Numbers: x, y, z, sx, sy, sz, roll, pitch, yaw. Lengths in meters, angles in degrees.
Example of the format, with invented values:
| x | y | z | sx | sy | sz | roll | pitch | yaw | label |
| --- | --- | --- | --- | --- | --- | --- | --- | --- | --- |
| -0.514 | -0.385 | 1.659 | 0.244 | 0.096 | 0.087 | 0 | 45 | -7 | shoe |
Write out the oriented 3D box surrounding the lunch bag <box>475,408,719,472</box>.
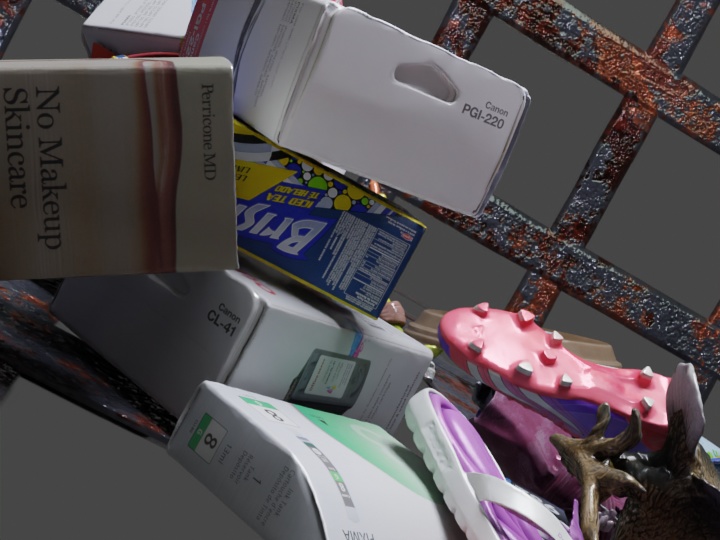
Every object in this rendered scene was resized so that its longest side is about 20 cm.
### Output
| x | y | z | sx | sy | sz | roll | pitch | yaw | label |
| --- | --- | --- | --- | --- | --- | --- | --- | --- | --- |
| 0.219 | 0.172 | 1.072 | 0.169 | 0.129 | 0.199 | 32 | 16 | 38 | lunch bag |

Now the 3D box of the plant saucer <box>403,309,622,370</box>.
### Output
| x | y | z | sx | sy | sz | roll | pitch | yaw | label |
| --- | --- | --- | --- | --- | --- | --- | --- | --- | --- |
| 0.135 | 0.063 | 1.036 | 0.198 | 0.030 | 0.200 | 10 | 0 | 0 | plant saucer |

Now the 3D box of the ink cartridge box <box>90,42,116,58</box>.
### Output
| x | y | z | sx | sy | sz | roll | pitch | yaw | label |
| --- | --- | --- | --- | --- | --- | --- | --- | --- | --- |
| -0.179 | -0.074 | 0.985 | 0.161 | 0.057 | 0.200 | 30 | -31 | 0 | ink cartridge box |

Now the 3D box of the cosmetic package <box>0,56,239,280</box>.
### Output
| x | y | z | sx | sy | sz | roll | pitch | yaw | label |
| --- | --- | --- | --- | --- | --- | --- | --- | --- | --- |
| -0.160 | -0.051 | 0.569 | 0.197 | 0.105 | 0.087 | -4 | 12 | -10 | cosmetic package |

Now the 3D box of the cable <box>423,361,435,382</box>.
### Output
| x | y | z | sx | sy | sz | roll | pitch | yaw | label |
| --- | --- | --- | --- | --- | --- | --- | --- | --- | --- |
| -0.040 | 0.055 | 1.000 | 0.199 | 0.070 | 0.200 | 29 | 2 | -5 | cable |

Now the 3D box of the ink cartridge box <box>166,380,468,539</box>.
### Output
| x | y | z | sx | sy | sz | roll | pitch | yaw | label |
| --- | --- | --- | --- | --- | --- | --- | --- | --- | --- |
| 0.020 | 0.132 | 0.583 | 0.199 | 0.050 | 0.160 | 30 | 3 | 38 | ink cartridge box |

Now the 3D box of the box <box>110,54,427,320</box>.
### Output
| x | y | z | sx | sy | sz | roll | pitch | yaw | label |
| --- | --- | --- | --- | --- | --- | --- | --- | --- | --- |
| -0.066 | -0.049 | 0.677 | 0.199 | 0.065 | 0.070 | 28 | 6 | -11 | box |

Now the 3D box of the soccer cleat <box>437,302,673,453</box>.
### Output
| x | y | z | sx | sy | sz | roll | pitch | yaw | label |
| --- | --- | --- | --- | --- | --- | --- | --- | --- | --- |
| 0.142 | 0.087 | 0.843 | 0.198 | 0.077 | 0.067 | 19 | 43 | -6 | soccer cleat |

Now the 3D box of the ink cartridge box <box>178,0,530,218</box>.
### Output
| x | y | z | sx | sy | sz | roll | pitch | yaw | label |
| --- | --- | --- | --- | --- | --- | --- | --- | --- | --- |
| -0.012 | -0.115 | 0.718 | 0.144 | 0.086 | 0.200 | 17 | 9 | -30 | ink cartridge box |

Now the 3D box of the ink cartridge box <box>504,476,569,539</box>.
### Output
| x | y | z | sx | sy | sz | roll | pitch | yaw | label |
| --- | --- | --- | --- | --- | --- | --- | --- | --- | --- |
| 0.089 | 0.163 | 0.764 | 0.099 | 0.040 | 0.200 | 29 | 3 | 1 | ink cartridge box |

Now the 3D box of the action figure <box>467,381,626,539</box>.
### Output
| x | y | z | sx | sy | sz | roll | pitch | yaw | label |
| --- | --- | --- | --- | --- | --- | --- | --- | --- | --- |
| 0.154 | 0.173 | 0.923 | 0.200 | 0.149 | 0.133 | 49 | 39 | 16 | action figure |

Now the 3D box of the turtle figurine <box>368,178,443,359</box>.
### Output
| x | y | z | sx | sy | sz | roll | pitch | yaw | label |
| --- | --- | --- | --- | --- | --- | --- | --- | --- | --- |
| 0.000 | 0.000 | 0.853 | 0.162 | 0.064 | 0.200 | 61 | -15 | 2 | turtle figurine |

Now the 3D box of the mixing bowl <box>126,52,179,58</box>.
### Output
| x | y | z | sx | sy | sz | roll | pitch | yaw | label |
| --- | --- | --- | --- | --- | --- | --- | --- | --- | --- |
| -0.157 | -0.054 | 0.873 | 0.199 | 0.200 | 0.109 | 31 | -25 | 28 | mixing bowl |

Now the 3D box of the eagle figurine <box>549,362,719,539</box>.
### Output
| x | y | z | sx | sy | sz | roll | pitch | yaw | label |
| --- | --- | --- | --- | --- | --- | --- | --- | --- | --- |
| 0.214 | 0.174 | 0.775 | 0.199 | 0.153 | 0.151 | 35 | -32 | -13 | eagle figurine |

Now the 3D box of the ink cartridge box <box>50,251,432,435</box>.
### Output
| x | y | z | sx | sy | sz | roll | pitch | yaw | label |
| --- | --- | --- | --- | --- | --- | --- | --- | --- | --- |
| -0.068 | 0.039 | 0.730 | 0.147 | 0.086 | 0.199 | 32 | 6 | 33 | ink cartridge box |

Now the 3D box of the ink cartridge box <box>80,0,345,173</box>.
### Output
| x | y | z | sx | sy | sz | roll | pitch | yaw | label |
| --- | --- | --- | --- | --- | --- | --- | --- | --- | --- |
| -0.107 | -0.152 | 0.953 | 0.198 | 0.086 | 0.149 | 14 | -39 | 22 | ink cartridge box |

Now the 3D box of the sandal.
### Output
| x | y | z | sx | sy | sz | roll | pitch | yaw | label |
| --- | --- | --- | --- | --- | --- | --- | --- | --- | --- |
| 0.089 | 0.132 | 0.614 | 0.203 | 0.050 | 0.082 | 53 | 14 | 32 | sandal |
